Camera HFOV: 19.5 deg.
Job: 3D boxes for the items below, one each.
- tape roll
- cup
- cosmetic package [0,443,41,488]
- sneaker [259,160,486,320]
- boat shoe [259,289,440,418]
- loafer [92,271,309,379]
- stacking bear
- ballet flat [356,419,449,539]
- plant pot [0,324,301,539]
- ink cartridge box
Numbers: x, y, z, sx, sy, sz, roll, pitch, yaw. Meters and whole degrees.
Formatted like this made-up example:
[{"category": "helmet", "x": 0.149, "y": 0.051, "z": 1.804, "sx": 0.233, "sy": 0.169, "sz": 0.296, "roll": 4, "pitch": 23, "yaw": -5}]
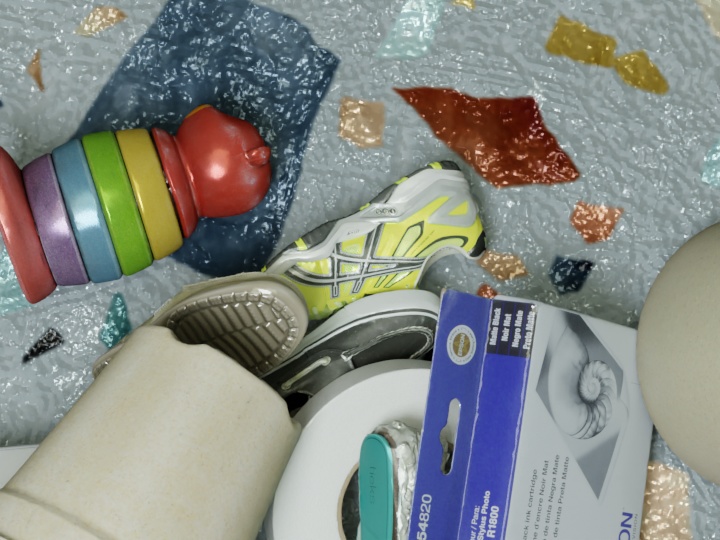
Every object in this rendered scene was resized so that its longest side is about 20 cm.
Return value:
[{"category": "tape roll", "x": 0.032, "y": 0.163, "z": 1.465, "sx": 0.201, "sy": 0.037, "sz": 0.205, "roll": -2, "pitch": 99, "yaw": -15}, {"category": "cup", "x": 0.301, "y": 0.054, "z": 1.419, "sx": 0.198, "sy": 0.143, "sz": 0.202, "roll": 1, "pitch": 86, "yaw": -9}, {"category": "cosmetic package", "x": -0.217, "y": 0.176, "z": 1.502, "sx": 0.198, "sy": 0.090, "sz": 0.108, "roll": -4, "pitch": 83, "yaw": 7}, {"category": "sneaker", "x": 0.000, "y": 0.000, "z": 1.509, "sx": 0.199, "sy": 0.075, "sz": 0.077, "roll": -32, "pitch": 81, "yaw": 2}, {"category": "boat shoe", "x": -0.023, "y": 0.083, "z": 1.495, "sx": 0.199, "sy": 0.071, "sz": 0.064, "roll": -27, "pitch": 45, "yaw": 8}, {"category": "loafer", "x": -0.109, "y": 0.041, "z": 1.474, "sx": 0.199, "sy": 0.068, "sz": 0.076, "roll": -22, "pitch": 113, "yaw": 38}, {"category": "stacking bear", "x": -0.161, "y": -0.058, "z": 1.516, "sx": 0.198, "sy": 0.122, "sz": 0.115, "roll": -18, "pitch": 80, "yaw": -5}, {"category": "ballet flat", "x": 0.028, "y": 0.202, "z": 1.419, "sx": 0.071, "sy": 0.072, "sz": 0.202, "roll": 8, "pitch": 96, "yaw": 6}, {"category": "plant pot", "x": -0.138, "y": 0.147, "z": 1.376, "sx": 0.199, "sy": 0.201, "sz": 0.184, "roll": 29, "pitch": 71, "yaw": 8}, {"category": "ink cartridge box", "x": 0.123, "y": 0.124, "z": 1.435, "sx": 0.040, "sy": 0.199, "sz": 0.202, "roll": 2, "pitch": 81, "yaw": 48}]
